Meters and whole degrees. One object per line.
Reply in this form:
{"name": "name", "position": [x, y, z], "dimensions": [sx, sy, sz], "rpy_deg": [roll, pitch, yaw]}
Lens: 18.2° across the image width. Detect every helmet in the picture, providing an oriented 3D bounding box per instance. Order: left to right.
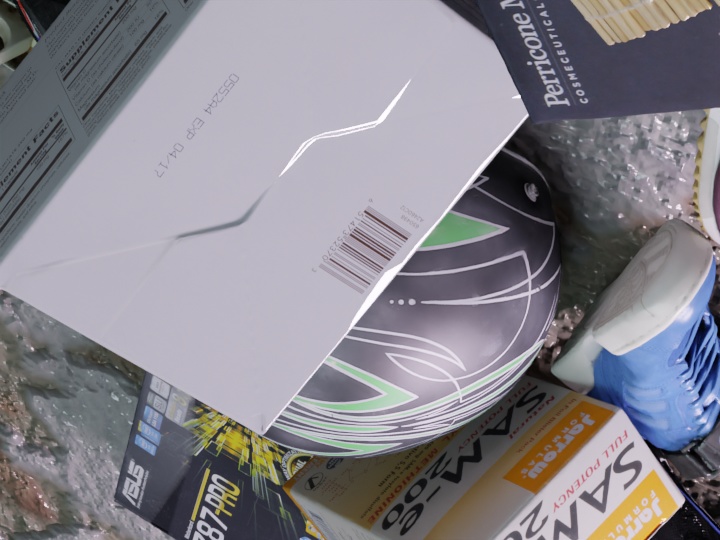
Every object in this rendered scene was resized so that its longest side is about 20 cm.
{"name": "helmet", "position": [0.000, 0.000, 1.141], "dimensions": [0.191, 0.200, 0.201], "rpy_deg": [43, 146, 17]}

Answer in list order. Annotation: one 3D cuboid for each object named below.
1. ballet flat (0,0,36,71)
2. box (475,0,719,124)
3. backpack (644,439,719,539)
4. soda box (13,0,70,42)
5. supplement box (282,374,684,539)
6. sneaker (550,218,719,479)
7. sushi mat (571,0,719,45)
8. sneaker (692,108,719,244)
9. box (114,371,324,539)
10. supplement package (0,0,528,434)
{"name": "ballet flat", "position": [-0.179, -0.118, 1.233], "dimensions": [0.199, 0.064, 0.067], "rpy_deg": [36, 143, -3]}
{"name": "box", "position": [0.131, -0.166, 0.811], "dimensions": [0.199, 0.118, 0.197], "rpy_deg": [-3, 137, 30]}
{"name": "backpack", "position": [0.154, 0.211, 1.291], "dimensions": [0.200, 0.135, 0.182], "rpy_deg": [41, 144, -13]}
{"name": "soda box", "position": [-0.125, -0.121, 1.101], "dimensions": [0.200, 0.063, 0.071], "rpy_deg": [51, 168, 54]}
{"name": "supplement box", "position": [0.061, 0.119, 1.209], "dimensions": [0.074, 0.126, 0.200], "rpy_deg": [54, 162, -24]}
{"name": "sneaker", "position": [0.168, 0.046, 1.115], "dimensions": [0.111, 0.077, 0.200], "rpy_deg": [35, 162, 2]}
{"name": "sushi mat", "position": [0.061, -0.158, 0.747], "dimensions": [0.095, 0.012, 0.200], "rpy_deg": [-21, 125, 39]}
{"name": "sneaker", "position": [0.203, -0.070, 0.990], "dimensions": [0.090, 0.075, 0.201], "rpy_deg": [22, 143, 24]}
{"name": "box", "position": [-0.068, 0.124, 1.431], "dimensions": [0.161, 0.049, 0.200], "rpy_deg": [32, 144, 8]}
{"name": "supplement package", "position": [-0.050, -0.062, 0.962], "dimensions": [0.155, 0.111, 0.200], "rpy_deg": [32, 105, -33]}
